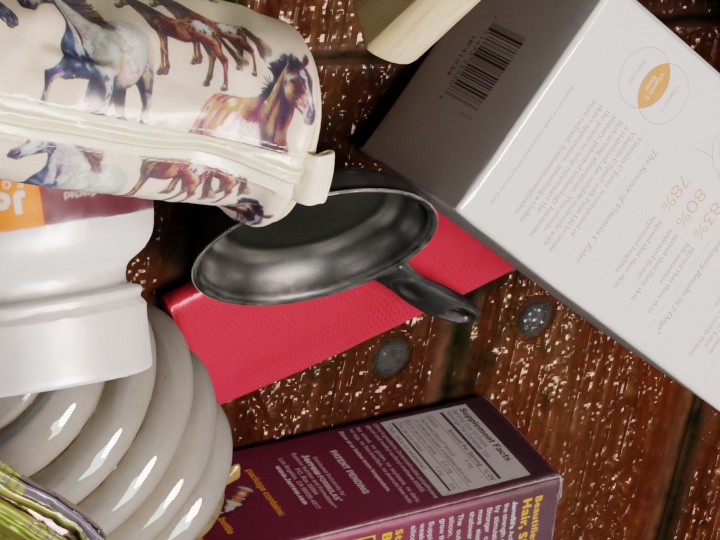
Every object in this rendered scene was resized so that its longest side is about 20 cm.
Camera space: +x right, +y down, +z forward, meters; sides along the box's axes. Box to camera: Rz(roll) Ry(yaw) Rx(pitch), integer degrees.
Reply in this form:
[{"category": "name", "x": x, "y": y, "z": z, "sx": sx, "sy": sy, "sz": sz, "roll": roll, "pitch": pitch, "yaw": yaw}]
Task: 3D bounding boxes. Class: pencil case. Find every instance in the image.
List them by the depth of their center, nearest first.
[{"category": "pencil case", "x": -0.105, "y": -0.063, "z": 0.850, "sx": 0.199, "sy": 0.090, "sz": 0.078, "roll": 8, "pitch": 127, "yaw": -34}]

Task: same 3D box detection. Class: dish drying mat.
[{"category": "dish drying mat", "x": 0.000, "y": 0.000, "z": 1.181, "sx": 0.199, "sy": 0.018, "sz": 0.077, "roll": -25, "pitch": 127, "yaw": -16}]

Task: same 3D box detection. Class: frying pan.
[{"category": "frying pan", "x": 0.008, "y": -0.014, "z": 1.121, "sx": 0.189, "sy": 0.031, "sz": 0.115, "roll": 2, "pitch": 153, "yaw": -37}]

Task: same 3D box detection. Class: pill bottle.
[{"category": "pill bottle", "x": -0.141, "y": -0.055, "z": 0.946, "sx": 0.113, "sy": 0.114, "sz": 0.202, "roll": -9, "pitch": 92, "yaw": -26}]

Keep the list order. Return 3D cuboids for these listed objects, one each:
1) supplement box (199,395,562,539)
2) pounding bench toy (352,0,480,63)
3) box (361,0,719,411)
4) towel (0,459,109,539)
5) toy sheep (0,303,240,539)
[{"category": "supplement box", "x": -0.008, "y": 0.147, "z": 1.222, "sx": 0.199, "sy": 0.086, "sz": 0.111, "roll": -11, "pitch": 123, "yaw": -25}, {"category": "pounding bench toy", "x": -0.032, "y": -0.188, "z": 0.921, "sx": 0.124, "sy": 0.157, "sz": 0.200, "roll": -31, "pitch": 125, "yaw": 35}, {"category": "box", "x": 0.121, "y": -0.044, "z": 1.153, "sx": 0.200, "sy": 0.097, "sz": 0.125, "roll": 35, "pitch": 90, "yaw": -34}, {"category": "towel", "x": -0.189, "y": 0.091, "z": 1.002, "sx": 0.143, "sy": 0.200, "sz": 0.023, "roll": 35, "pitch": 66, "yaw": -17}, {"category": "toy sheep", "x": -0.129, "y": 0.064, "z": 1.067, "sx": 0.138, "sy": 0.138, "sz": 0.200, "roll": -49, "pitch": 131, "yaw": 5}]
